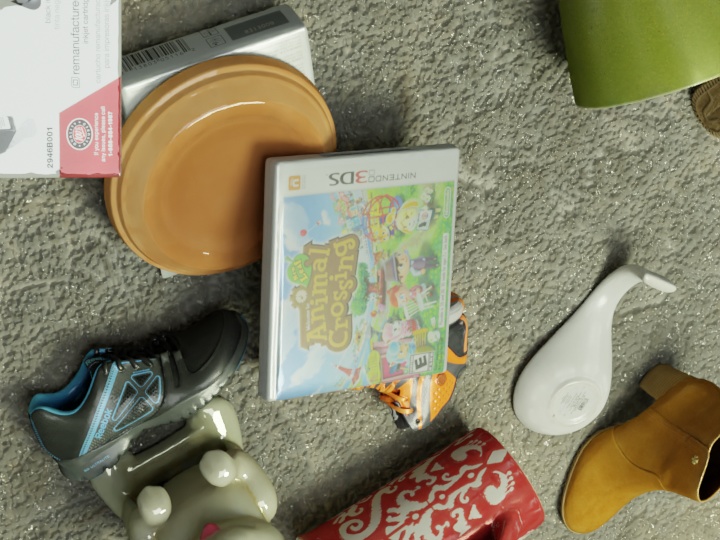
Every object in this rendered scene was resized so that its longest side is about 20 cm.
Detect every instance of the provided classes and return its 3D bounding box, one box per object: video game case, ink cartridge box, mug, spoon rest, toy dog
[{"bbox_3d":[0.000,0.000,1.416,0.181,0.022,0.201,-7,108,-33],"label":"video game case"},{"bbox_3d":[-0.277,-0.143,1.251,0.199,0.084,0.145,-1,100,-11],"label":"ink cartridge box"},{"bbox_3d":[0.071,0.258,1.555,0.200,0.178,0.134,-34,150,-14],"label":"mug"},{"bbox_3d":[-0.113,-0.105,1.406,0.160,0.047,0.201,-21,134,-16],"label":"ink cartridge box"},{"bbox_3d":[0.219,0.074,1.615,0.099,0.061,0.200,23,113,-28],"label":"spoon rest"},{"bbox_3d":[-0.125,0.233,1.431,0.139,0.200,0.195,-20,117,-15],"label":"toy dog"}]

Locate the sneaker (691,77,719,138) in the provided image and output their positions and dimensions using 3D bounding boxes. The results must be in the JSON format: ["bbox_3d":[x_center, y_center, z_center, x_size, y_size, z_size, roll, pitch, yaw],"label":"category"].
[{"bbox_3d":[0.379,-0.181,1.511,0.108,0.200,0.070,-31,90,-16],"label":"sneaker"}]

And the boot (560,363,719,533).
[{"bbox_3d":[0.281,0.192,1.630,0.071,0.144,0.202,29,97,-30],"label":"boot"}]

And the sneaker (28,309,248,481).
[{"bbox_3d":[-0.183,0.091,1.423,0.200,0.073,0.082,-38,119,-7],"label":"sneaker"}]

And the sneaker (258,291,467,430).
[{"bbox_3d":[0.011,0.098,1.510,0.199,0.078,0.112,-16,115,-18],"label":"sneaker"}]

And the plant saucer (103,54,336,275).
[{"bbox_3d":[-0.106,-0.076,1.373,0.199,0.037,0.201,-17,131,-21],"label":"plant saucer"}]

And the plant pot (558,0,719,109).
[{"bbox_3d":[0.238,-0.263,1.429,0.187,0.187,0.201,-24,103,-14],"label":"plant pot"}]
